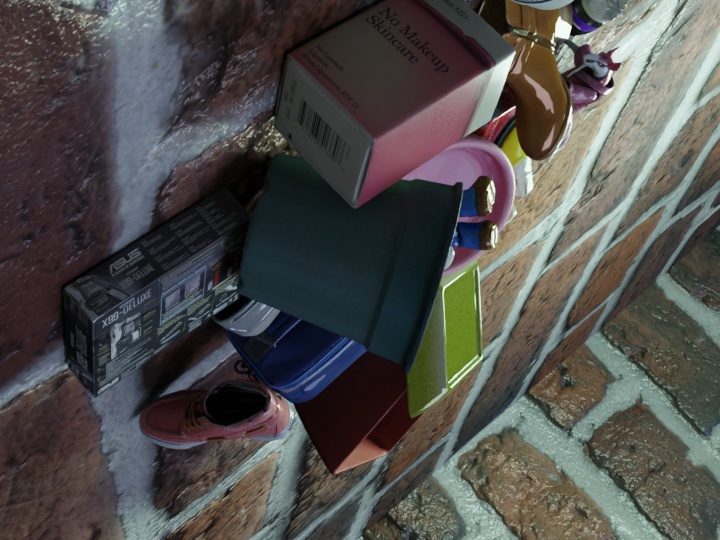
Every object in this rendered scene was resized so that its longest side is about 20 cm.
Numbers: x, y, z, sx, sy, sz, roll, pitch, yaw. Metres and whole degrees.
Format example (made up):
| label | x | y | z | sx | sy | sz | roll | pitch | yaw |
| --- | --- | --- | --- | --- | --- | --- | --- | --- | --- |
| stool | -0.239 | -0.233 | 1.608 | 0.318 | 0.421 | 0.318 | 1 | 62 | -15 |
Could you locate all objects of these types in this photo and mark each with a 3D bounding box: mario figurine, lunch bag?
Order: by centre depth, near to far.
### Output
| label | x | y | z | sx | sy | sz | roll | pitch | yaw |
| --- | --- | --- | --- | --- | --- | --- | --- | --- | --- |
| mario figurine | 0.057 | -0.070 | 1.424 | 0.106 | 0.197 | 0.126 | 40 | 53 | -71 |
| lunch bag | -0.070 | 0.060 | 1.509 | 0.200 | 0.136 | 0.132 | -42 | 162 | -5 |

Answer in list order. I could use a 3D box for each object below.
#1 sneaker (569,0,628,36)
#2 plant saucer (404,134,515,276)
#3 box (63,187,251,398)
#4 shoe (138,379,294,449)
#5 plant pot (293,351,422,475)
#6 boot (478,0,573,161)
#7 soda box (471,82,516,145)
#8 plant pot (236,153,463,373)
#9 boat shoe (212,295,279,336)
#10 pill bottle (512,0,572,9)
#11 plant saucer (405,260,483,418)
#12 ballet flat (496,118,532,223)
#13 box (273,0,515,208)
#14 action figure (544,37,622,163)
| label | x | y | z | sx | sy | sz | roll | pitch | yaw |
| --- | --- | --- | --- | --- | --- | --- | --- | --- | --- |
| sneaker | 0.303 | -0.356 | 1.545 | 0.200 | 0.070 | 0.099 | -46 | -173 | -32 |
| plant saucer | 0.094 | -0.083 | 1.538 | 0.198 | 0.051 | 0.203 | -17 | 132 | -20 |
| box | -0.205 | 0.024 | 1.268 | 0.199 | 0.050 | 0.158 | -36 | 160 | -27 |
| shoe | -0.182 | 0.165 | 1.485 | 0.197 | 0.073 | 0.091 | -3 | 158 | 15 |
| plant pot | 0.003 | 0.147 | 1.802 | 0.200 | 0.176 | 0.199 | -50 | 162 | 17 |
| boot | 0.180 | -0.228 | 1.444 | 0.154 | 0.073 | 0.204 | -7 | 102 | -53 |
| soda box | 0.141 | -0.161 | 1.608 | 0.070 | 0.063 | 0.201 | -34 | 160 | -29 |
| plant pot | -0.015 | -0.021 | 1.278 | 0.200 | 0.193 | 0.203 | -163 | -90 | -88 |
| boat shoe | -0.096 | -0.013 | 1.394 | 0.202 | 0.070 | 0.071 | -55 | 149 | 11 |
| pill bottle | 0.164 | -0.323 | 1.202 | 0.120 | 0.120 | 0.200 | -47 | 163 | 9 |
| plant saucer | 0.117 | 0.072 | 1.676 | 0.199 | 0.047 | 0.203 | -31 | 121 | -61 |
| ballet flat | 0.182 | -0.105 | 1.608 | 0.067 | 0.067 | 0.201 | -27 | 155 | -50 |
| box | 0.032 | -0.176 | 1.220 | 0.199 | 0.128 | 0.110 | -35 | 159 | -30 |
| action figure | 0.262 | -0.218 | 1.601 | 0.199 | 0.149 | 0.134 | -23 | -158 | 47 |
